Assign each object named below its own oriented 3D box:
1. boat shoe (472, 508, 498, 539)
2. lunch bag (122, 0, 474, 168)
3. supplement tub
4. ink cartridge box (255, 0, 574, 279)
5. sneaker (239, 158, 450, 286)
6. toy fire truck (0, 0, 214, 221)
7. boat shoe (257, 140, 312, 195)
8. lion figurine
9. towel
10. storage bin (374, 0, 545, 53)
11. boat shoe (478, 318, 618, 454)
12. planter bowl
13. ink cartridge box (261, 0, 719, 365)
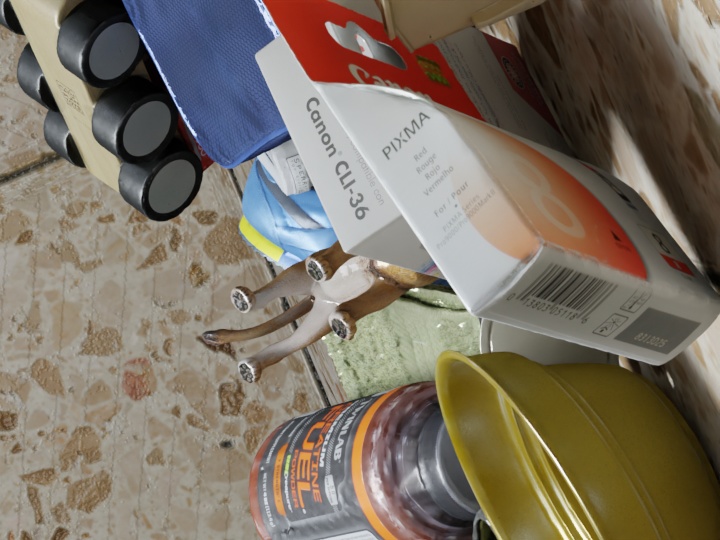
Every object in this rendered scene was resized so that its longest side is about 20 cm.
[{"bbox_3d":[0.084,0.184,1.691,0.072,0.066,0.201,57,156,34],"label":"boat shoe"},{"bbox_3d":[-0.025,-0.151,1.535,0.136,0.132,0.200,62,157,-2],"label":"lunch bag"},{"bbox_3d":[0.022,0.124,1.783,0.200,0.107,0.107,-20,93,56],"label":"supplement tub"},{"bbox_3d":[0.025,-0.063,1.397,0.200,0.067,0.117,16,-137,-57],"label":"ink cartridge box"},{"bbox_3d":[0.010,-0.018,1.881,0.200,0.066,0.078,32,121,21],"label":"sneaker"},{"bbox_3d":[-0.086,-0.146,1.691,0.129,0.200,0.176,33,157,37],"label":"toy fire truck"},{"bbox_3d":[-0.049,-0.119,1.811,0.072,0.071,0.200,79,165,-46],"label":"boat shoe"},{"bbox_3d":[0.000,0.000,1.708,0.200,0.122,0.073,-13,107,53],"label":"lion figurine"},{"bbox_3d":[0.051,0.071,1.832,0.200,0.148,0.037,69,-143,-49],"label":"towel"},{"bbox_3d":[0.009,-0.225,1.234,0.199,0.094,0.200,77,168,-63],"label":"storage bin"},{"bbox_3d":[0.088,-0.002,1.554,0.063,0.073,0.200,-76,-32,-79],"label":"boat shoe"},{"bbox_3d":[0.124,0.109,1.474,0.200,0.083,0.200,57,168,20],"label":"planter bowl"},{"bbox_3d":[0.055,-0.055,1.261,0.162,0.050,0.200,16,-142,-55],"label":"ink cartridge box"}]
